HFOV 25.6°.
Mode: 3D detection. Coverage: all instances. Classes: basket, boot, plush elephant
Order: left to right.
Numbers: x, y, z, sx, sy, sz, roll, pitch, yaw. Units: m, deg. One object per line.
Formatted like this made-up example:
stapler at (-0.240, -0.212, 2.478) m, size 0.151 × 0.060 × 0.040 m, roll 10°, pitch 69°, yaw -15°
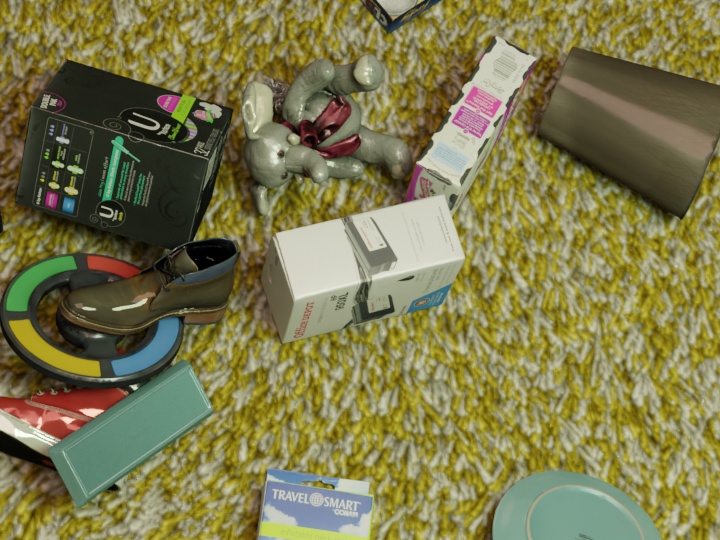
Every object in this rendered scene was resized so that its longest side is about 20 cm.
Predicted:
boot at (-0.321, 0.134, 1.691) m, size 0.198 × 0.072 × 0.145 m, roll 22°, pitch 65°, yaw -8°
boot at (-0.219, 0.008, 1.682) m, size 0.199 × 0.097 × 0.075 m, roll -5°, pitch 46°, yaw -37°
plush elephant at (-0.065, -0.149, 1.802) m, size 0.198 × 0.166 × 0.155 m, roll 12°, pitch 48°, yaw 27°
basket at (0.322, -0.176, 1.888) m, size 0.198 × 0.136 × 0.181 m, roll 22°, pitch 62°, yaw 5°

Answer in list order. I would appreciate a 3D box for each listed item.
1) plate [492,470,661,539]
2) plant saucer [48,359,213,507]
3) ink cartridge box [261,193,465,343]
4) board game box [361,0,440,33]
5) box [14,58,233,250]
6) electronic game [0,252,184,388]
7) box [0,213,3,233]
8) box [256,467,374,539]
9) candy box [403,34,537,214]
plate at (0.239, 0.292, 1.699) m, size 0.198 × 0.026 × 0.201 m, roll 10°, pitch 46°, yaw -10°
plant saucer at (-0.236, 0.168, 1.667) m, size 0.200 × 0.019 × 0.070 m, roll -34°, pitch 101°, yaw -39°
ink cartridge box at (0.000, 0.000, 1.753) m, size 0.198 × 0.145 × 0.085 m, roll -13°, pitch 70°, yaw -13°
board game box at (0.073, -0.403, 1.992) m, size 0.199 × 0.035 × 0.136 m, roll -34°, pitch 77°, yaw -20°
box at (-0.259, -0.127, 1.745) m, size 0.198 × 0.125 × 0.149 m, roll 16°, pitch 28°, yaw -1°
electronic game at (-0.288, 0.051, 1.706) m, size 0.198 × 0.042 × 0.201 m, roll 10°, pitch 40°, yaw -9°
box at (-0.512, -0.077, 1.727) m, size 0.200 × 0.104 × 0.148 m, roll 39°, pitch 68°, yaw 8°
box at (-0.053, 0.308, 1.671) m, size 0.121 × 0.048 × 0.202 m, roll 9°, pitch 67°, yaw -6°
candy box at (0.124, -0.155, 1.842) m, size 0.061 × 0.137 × 0.201 m, roll 28°, pitch 66°, yaw 5°
